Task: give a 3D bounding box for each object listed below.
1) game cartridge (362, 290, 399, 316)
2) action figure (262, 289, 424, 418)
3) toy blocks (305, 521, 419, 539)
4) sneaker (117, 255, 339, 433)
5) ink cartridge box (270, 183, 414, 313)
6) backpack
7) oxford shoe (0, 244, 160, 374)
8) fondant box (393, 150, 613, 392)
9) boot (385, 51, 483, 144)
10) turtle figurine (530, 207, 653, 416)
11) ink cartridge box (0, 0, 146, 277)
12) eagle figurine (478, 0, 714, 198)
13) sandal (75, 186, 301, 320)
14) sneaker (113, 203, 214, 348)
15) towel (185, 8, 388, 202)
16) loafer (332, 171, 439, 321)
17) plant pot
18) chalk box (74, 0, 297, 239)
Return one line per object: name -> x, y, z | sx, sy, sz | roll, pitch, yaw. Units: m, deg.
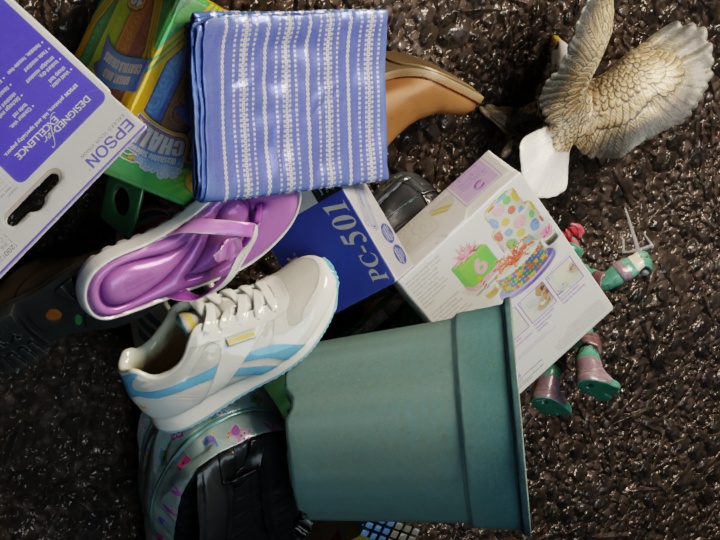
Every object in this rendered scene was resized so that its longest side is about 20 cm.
game cartridge -> 0.086, 0.044, 1.577 | 0.175, 0.032, 0.202 | -18, 115, -23
action figure -> 0.018, 0.082, 1.493 | 0.118, 0.055, 0.200 | 46, 74, -3
toy blocks -> 0.011, 0.227, 1.518 | 0.099, 0.137, 0.201 | 22, 106, -20
sneaker -> -0.105, 0.051, 1.322 | 0.199, 0.077, 0.081 | -37, 133, -2
ink cartridge box -> -0.047, -0.065, 1.367 | 0.201, 0.094, 0.044 | 60, 30, -5
backpack -> -0.128, 0.183, 1.425 | 0.166, 0.127, 0.201 | -27, 146, -27
oxford shoe -> -0.235, 0.009, 1.320 | 0.198, 0.085, 0.073 | -20, 129, 4
fondant box -> 0.123, 0.012, 1.459 | 0.144, 0.058, 0.200 | -41, 128, -2
boot -> 0.008, -0.116, 1.438 | 0.199, 0.077, 0.157 | 5, 108, -34
turtle figurine -> 0.214, 0.036, 1.597 | 0.100, 0.150, 0.202 | 16, 61, -16
ink cartridge box -> -0.289, -0.093, 1.213 | 0.198, 0.200, 0.043 | -46, 162, -7
eagle figurine -> 0.211, -0.174, 1.493 | 0.151, 0.199, 0.152 | -21, 79, -58
sandal -> -0.126, -0.010, 1.272 | 0.202, 0.050, 0.083 | -30, 132, -17
sneaker -> -0.156, 0.045, 1.394 | 0.070, 0.093, 0.201 | -23, 118, -21
towel -> -0.052, -0.133, 1.269 | 0.199, 0.024, 0.146 | -10, 103, -40
loafer -> 0.000, 0.000, 1.463 | 0.201, 0.070, 0.068 | -47, 157, 8
plant pot -> 0.041, 0.130, 1.365 | 0.194, 0.201, 0.202 | -4, 115, 5
chalk box -> -0.166, -0.127, 1.298 | 0.123, 0.124, 0.201 | 23, 95, -40
